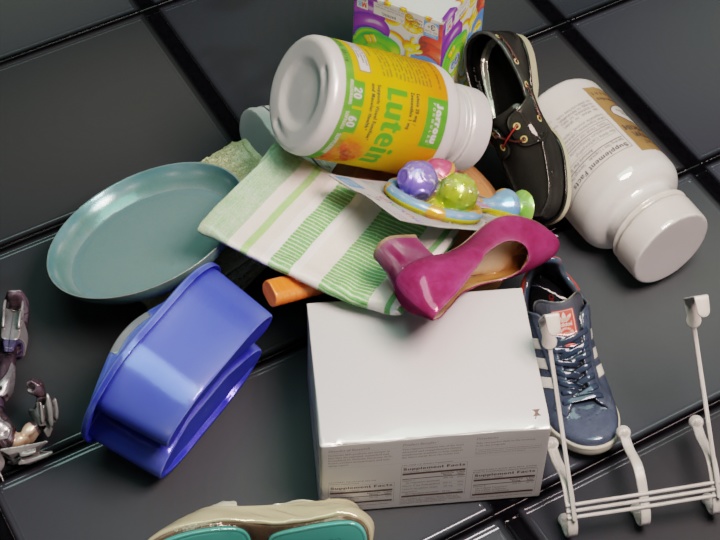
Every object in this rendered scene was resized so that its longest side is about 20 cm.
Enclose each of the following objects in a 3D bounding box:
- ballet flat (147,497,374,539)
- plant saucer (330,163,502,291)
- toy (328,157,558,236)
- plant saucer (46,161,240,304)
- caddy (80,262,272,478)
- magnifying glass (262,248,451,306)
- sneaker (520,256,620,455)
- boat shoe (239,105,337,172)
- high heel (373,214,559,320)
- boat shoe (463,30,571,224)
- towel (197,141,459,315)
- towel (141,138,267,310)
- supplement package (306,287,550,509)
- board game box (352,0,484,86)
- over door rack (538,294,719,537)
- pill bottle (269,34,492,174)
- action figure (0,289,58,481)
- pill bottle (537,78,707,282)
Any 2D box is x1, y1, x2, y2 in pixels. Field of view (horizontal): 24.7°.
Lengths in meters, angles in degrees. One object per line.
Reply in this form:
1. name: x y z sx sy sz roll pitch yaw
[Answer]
1. ballet flat: -0.088 0.225 1.410 0.199 0.070 0.070 -3 51 -6
2. plant saucer: 0.061 -0.051 1.606 0.199 0.032 0.201 13 52 -18
3. toy: 0.083 -0.074 1.522 0.199 0.047 0.115 9 16 -40
4. plant saucer: -0.199 -0.031 1.553 0.199 0.028 0.201 -14 37 11
5. caddy: -0.168 0.083 1.460 0.105 0.142 0.200 34 57 8
6. magnifying glass: 0.000 0.000 1.510 0.199 0.022 0.080 -14 64 -34
7. sneaker: 0.188 0.073 1.517 0.074 0.085 0.201 -11 52 -10
8. boat shoe: -0.045 -0.094 1.662 0.070 0.071 0.200 -17 55 -34
9. high heel: 0.112 0.003 1.446 0.199 0.068 0.096 0 38 -37
10. boat shoe: 0.150 -0.140 1.608 0.063 0.073 0.203 -1 71 -47
11. towel: -0.025 -0.039 1.503 0.199 0.023 0.153 26 43 13
12. towel: -0.149 -0.036 1.609 0.200 0.037 0.148 -41 56 -16
13. supplement package: 0.055 0.114 1.465 0.199 0.111 0.156 -4 51 -5
14. board game box: 0.058 -0.222 1.680 0.103 0.201 0.105 23 53 17
15. over door rack: 0.234 0.121 1.433 0.147 0.201 0.067 -8 10 -7
16. pill bottle: 0.024 -0.149 1.554 0.199 0.111 0.111 8 43 -35
17. action figure: -0.340 0.109 1.491 0.129 0.070 0.201 1 54 -12
18. pill bottle: 0.248 -0.087 1.630 0.114 0.115 0.200 -24 55 -19
